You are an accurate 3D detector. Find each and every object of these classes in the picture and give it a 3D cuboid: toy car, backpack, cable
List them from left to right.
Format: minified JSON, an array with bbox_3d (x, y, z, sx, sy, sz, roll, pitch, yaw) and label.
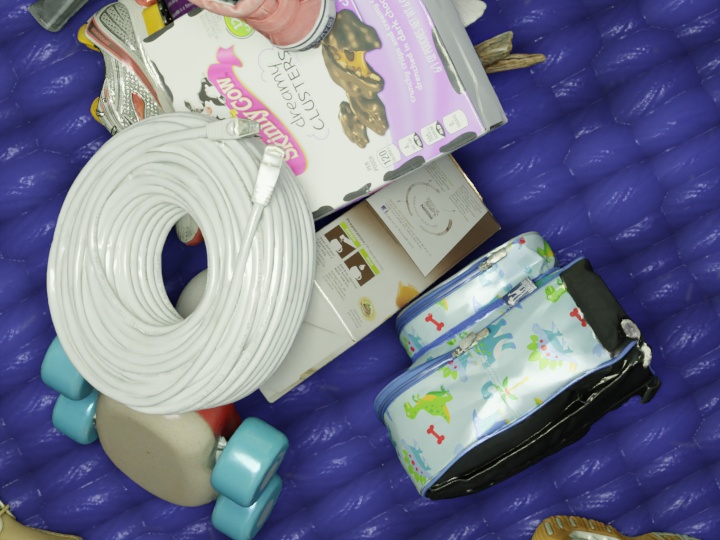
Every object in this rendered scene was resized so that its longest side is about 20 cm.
[{"bbox_3d":[-0.122,-0.005,1.006,0.199,0.069,0.202,9,93,35],"label":"cable"},{"bbox_3d":[-0.112,0.069,1.161,0.184,0.177,0.201,30,64,9],"label":"toy car"},{"bbox_3d":[0.106,0.076,1.140,0.199,0.183,0.147,-35,71,4],"label":"backpack"}]

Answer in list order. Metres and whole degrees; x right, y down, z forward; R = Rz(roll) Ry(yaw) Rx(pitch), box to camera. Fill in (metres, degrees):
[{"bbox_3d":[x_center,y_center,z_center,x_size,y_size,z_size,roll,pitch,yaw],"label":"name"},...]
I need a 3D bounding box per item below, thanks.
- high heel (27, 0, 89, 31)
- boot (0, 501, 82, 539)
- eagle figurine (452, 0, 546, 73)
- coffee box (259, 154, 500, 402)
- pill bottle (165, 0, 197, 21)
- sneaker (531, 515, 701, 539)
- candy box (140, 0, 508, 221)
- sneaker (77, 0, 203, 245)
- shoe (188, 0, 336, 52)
[{"bbox_3d":[-0.255,-0.289,1.121,0.200,0.072,0.142,44,130,-15],"label":"high heel"},{"bbox_3d":[-0.305,0.159,1.183,0.198,0.072,0.156,10,91,-2],"label":"boot"},{"bbox_3d":[0.036,-0.235,1.133,0.150,0.151,0.202,-17,87,39],"label":"eagle figurine"},{"bbox_3d":[0.000,0.000,1.104,0.080,0.200,0.114,54,135,0],"label":"coffee box"},{"bbox_3d":[-0.092,-0.212,1.141,0.112,0.112,0.201,-23,95,0],"label":"pill bottle"},{"bbox_3d":[0.228,0.261,1.215,0.198,0.076,0.088,14,109,0],"label":"sneaker"},{"bbox_3d":[-0.026,-0.131,1.037,0.199,0.072,0.169,-26,93,23],"label":"candy box"},{"bbox_3d":[-0.162,-0.114,1.171,0.082,0.078,0.201,-19,85,3],"label":"sneaker"},{"bbox_3d":[-0.100,-0.224,0.968,0.072,0.091,0.200,-46,64,15],"label":"shoe"}]
